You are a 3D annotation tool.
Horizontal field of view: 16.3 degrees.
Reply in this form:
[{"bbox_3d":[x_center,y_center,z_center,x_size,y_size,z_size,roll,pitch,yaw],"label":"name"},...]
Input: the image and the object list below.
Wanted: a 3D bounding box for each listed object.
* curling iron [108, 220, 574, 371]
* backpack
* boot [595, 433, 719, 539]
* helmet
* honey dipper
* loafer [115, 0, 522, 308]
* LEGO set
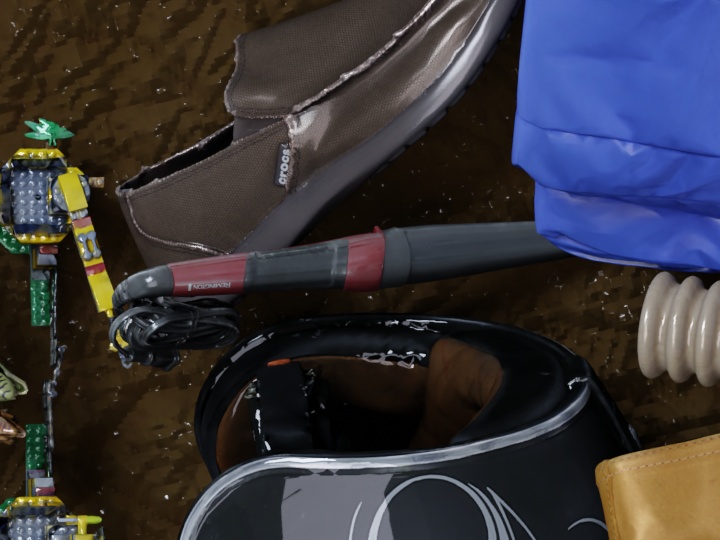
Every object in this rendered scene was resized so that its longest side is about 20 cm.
[{"bbox_3d":[0.000,0.000,0.923,0.200,0.050,0.026,-13,66,-21],"label":"curling iron"},{"bbox_3d":[0.159,-0.079,0.857,0.200,0.163,0.168,7,135,6],"label":"backpack"},{"bbox_3d":[0.180,0.114,0.827,0.201,0.071,0.144,0,65,-14],"label":"boot"},{"bbox_3d":[0.010,0.127,0.919,0.200,0.200,0.191,-1,109,8],"label":"helmet"},{"bbox_3d":[0.192,0.031,0.827,0.200,0.038,0.038,8,107,21],"label":"honey dipper"},{"bbox_3d":[-0.017,-0.063,0.925,0.071,0.073,0.200,45,106,-7],"label":"loafer"},{"bbox_3d":[-0.157,0.035,0.908,0.154,0.116,0.200,9,83,-13],"label":"LEGO set"}]
